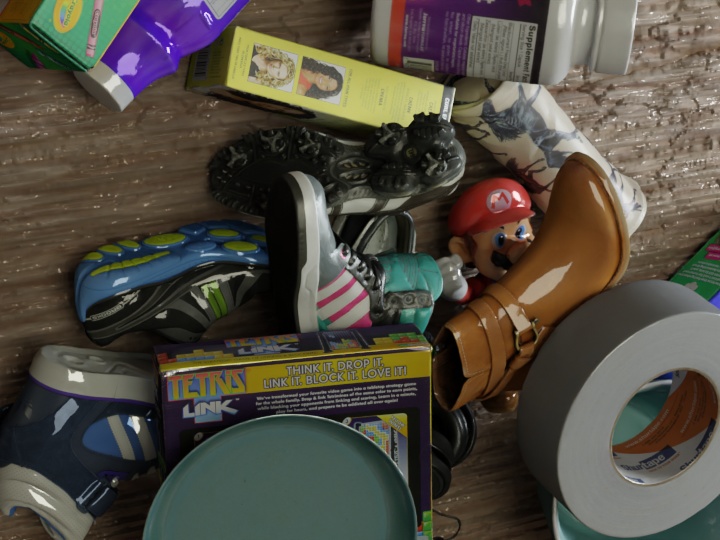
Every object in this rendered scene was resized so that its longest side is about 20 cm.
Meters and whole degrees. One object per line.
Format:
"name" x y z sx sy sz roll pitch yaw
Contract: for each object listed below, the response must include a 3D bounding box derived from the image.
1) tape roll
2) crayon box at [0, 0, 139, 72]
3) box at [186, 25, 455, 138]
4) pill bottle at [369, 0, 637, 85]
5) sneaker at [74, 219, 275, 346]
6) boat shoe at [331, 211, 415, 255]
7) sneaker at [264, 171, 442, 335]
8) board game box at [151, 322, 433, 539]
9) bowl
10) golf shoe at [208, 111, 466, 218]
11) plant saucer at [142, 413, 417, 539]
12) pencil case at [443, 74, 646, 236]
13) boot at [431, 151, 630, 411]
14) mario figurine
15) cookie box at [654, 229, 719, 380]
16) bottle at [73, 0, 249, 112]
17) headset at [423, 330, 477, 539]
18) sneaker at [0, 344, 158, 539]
"tape roll" 0.225 0.110 1.442 0.200 0.066 0.201 -13 120 -23
"crayon box" -0.180 -0.238 1.286 0.058 0.119 0.200 38 78 -28
"box" -0.030 -0.141 1.412 0.200 0.075 0.050 11 87 -29
"pill bottle" 0.112 -0.204 1.411 0.199 0.111 0.112 7 94 4
"sneaker" -0.127 0.013 1.390 0.199 0.071 0.083 -11 122 -30
"boat shoe" -0.008 0.039 1.455 0.075 0.060 0.201 11 91 -30
"sneaker" 0.000 0.000 1.359 0.120 0.084 0.200 -18 133 -16
"board game box" -0.049 0.131 1.332 0.199 0.057 0.166 -4 107 -11
"bowl" 0.233 0.180 1.577 0.200 0.105 0.201 -5 103 -21
"golf shoe" -0.016 -0.067 1.407 0.199 0.095 0.078 -3 72 11
"plant saucer" -0.059 0.192 1.306 0.199 0.027 0.201 -4 108 -11
"pencil case" 0.152 -0.103 1.515 0.078 0.089 0.200 -44 116 4
"boot" 0.124 0.013 1.419 0.155 0.077 0.200 -20 135 -27
"mario figurine" 0.126 0.020 1.500 0.123 0.106 0.201 -47 131 -55
"cookie box" 0.353 0.063 1.655 0.200 0.075 0.171 -42 115 -18
"bottle" -0.130 -0.205 1.339 0.200 0.083 0.065 -50 137 -14
"headset" 0.039 0.147 1.479 0.124 0.094 0.201 -48 128 -62
"sneaker" -0.183 0.141 1.370 0.200 0.081 0.147 13 103 -37
